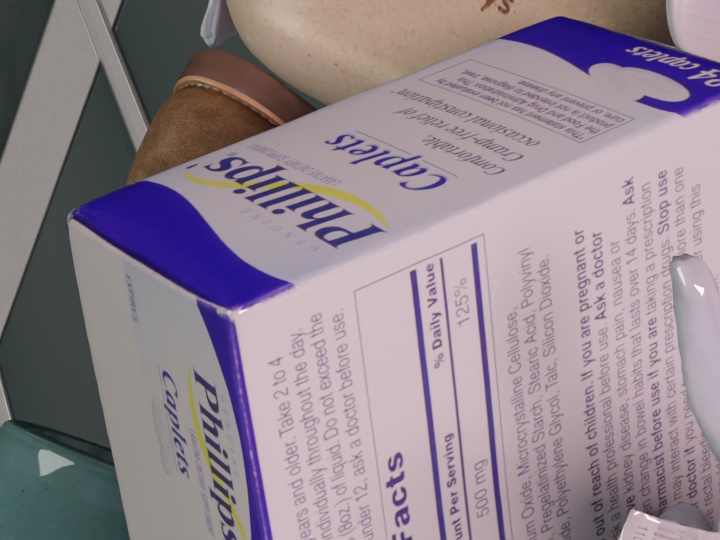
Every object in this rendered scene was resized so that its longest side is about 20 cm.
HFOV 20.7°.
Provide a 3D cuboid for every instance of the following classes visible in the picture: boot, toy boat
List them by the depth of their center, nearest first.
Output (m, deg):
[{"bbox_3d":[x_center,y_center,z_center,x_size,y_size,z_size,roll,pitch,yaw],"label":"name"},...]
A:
[{"bbox_3d":[0.000,0.000,0.768,0.076,0.199,0.074,-59,2,-25],"label":"boot"},{"bbox_3d":[0.047,-0.108,0.774,0.199,0.131,0.131,29,96,19],"label":"toy boat"}]

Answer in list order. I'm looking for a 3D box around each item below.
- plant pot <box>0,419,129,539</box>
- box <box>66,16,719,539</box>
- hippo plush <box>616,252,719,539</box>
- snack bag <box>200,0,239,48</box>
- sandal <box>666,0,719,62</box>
[{"bbox_3d":[-0.156,0.187,1.035,0.200,0.199,0.189,12,80,61],"label":"plant pot"},{"bbox_3d":[0.027,0.040,0.630,0.105,0.199,0.185,29,134,49],"label":"box"},{"bbox_3d":[0.121,0.128,0.537,0.161,0.199,0.160,134,156,-59],"label":"hippo plush"},{"bbox_3d":[-0.010,-0.199,0.878,0.189,0.021,0.201,-37,-35,-68],"label":"snack bag"},{"bbox_3d":[0.142,-0.163,0.660,0.059,0.079,0.208,10,86,63],"label":"sandal"}]
